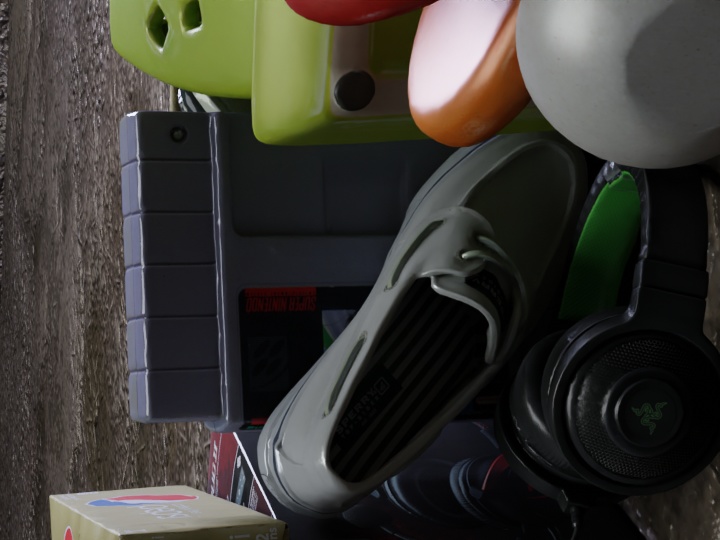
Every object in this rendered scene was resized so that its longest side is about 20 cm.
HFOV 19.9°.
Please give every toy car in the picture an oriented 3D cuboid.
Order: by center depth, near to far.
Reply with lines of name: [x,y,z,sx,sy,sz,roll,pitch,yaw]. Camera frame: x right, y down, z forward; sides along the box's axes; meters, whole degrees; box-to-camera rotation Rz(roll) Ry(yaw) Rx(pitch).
toy car: [0.043,-0.129,0.600,0.175,0.149,0.201,-104,9,-63]

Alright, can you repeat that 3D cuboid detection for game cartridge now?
game cartridge: [0.000,0.000,0.853,0.038,0.199,0.130,159,109,-64]

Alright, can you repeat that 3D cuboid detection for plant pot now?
plant pot: [0.024,-0.153,0.782,0.181,0.198,0.201,-135,45,-58]

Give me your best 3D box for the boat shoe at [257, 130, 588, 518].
boat shoe: [0.040,0.018,0.814,0.200,0.074,0.067,-56,16,-19]

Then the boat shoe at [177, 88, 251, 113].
boat shoe: [-0.017,-0.020,0.921,0.066,0.199,0.075,-36,33,31]

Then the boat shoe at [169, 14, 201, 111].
boat shoe: [-0.071,-0.154,0.987,0.073,0.063,0.201,26,131,37]

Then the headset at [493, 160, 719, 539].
headset: [0.105,0.056,0.764,0.124,0.094,0.201,132,150,-75]

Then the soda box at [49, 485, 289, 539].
soda box: [-0.083,0.129,0.852,0.200,0.068,0.064,172,96,-74]

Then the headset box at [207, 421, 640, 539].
headset box: [0.021,0.114,0.880,0.200,0.148,0.075,-125,37,-63]
